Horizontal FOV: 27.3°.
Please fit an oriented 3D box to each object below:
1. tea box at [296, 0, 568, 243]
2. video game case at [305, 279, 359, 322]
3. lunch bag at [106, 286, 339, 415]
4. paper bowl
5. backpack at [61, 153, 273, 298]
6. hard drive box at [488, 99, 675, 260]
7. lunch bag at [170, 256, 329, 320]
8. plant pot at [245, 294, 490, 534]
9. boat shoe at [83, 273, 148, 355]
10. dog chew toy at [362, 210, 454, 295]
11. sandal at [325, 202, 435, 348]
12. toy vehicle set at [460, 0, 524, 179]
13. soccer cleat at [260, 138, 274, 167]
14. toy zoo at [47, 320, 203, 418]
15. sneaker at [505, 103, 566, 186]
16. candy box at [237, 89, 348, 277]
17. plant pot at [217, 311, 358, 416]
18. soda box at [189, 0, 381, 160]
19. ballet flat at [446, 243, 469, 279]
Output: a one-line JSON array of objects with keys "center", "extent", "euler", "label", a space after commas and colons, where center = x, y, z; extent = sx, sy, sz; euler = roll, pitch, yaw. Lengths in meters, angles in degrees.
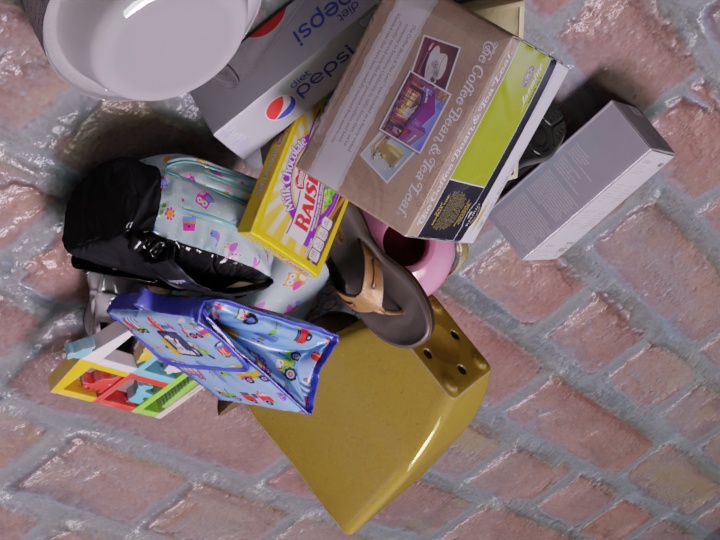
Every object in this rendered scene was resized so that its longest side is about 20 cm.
[{"center": [0.072, -0.145, 1.388], "extent": [0.201, 0.133, 0.196], "euler": [-61, 161, 9], "label": "tea box"}, {"center": [-0.060, 0.065, 1.825], "extent": [0.199, 0.024, 0.182], "euler": [-36, 148, 9], "label": "video game case"}, {"center": [-0.148, 0.062, 1.501], "extent": [0.199, 0.150, 0.095], "euler": [33, 70, -40], "label": "lunch bag"}, {"center": [-0.174, -0.224, 1.241], "extent": [0.199, 0.105, 0.201], "euler": [-21, 148, -14], "label": "paper bowl"}, {"center": [-0.169, -0.042, 1.448], "extent": [0.199, 0.128, 0.166], "euler": [15, 171, -35], "label": "backpack"}, {"center": [0.265, -0.104, 1.768], "extent": [0.200, 0.077, 0.156], "euler": [-41, 167, 17], "label": "hard drive box"}, {"center": [-0.120, 0.004, 1.636], "extent": [0.159, 0.077, 0.201], "euler": [-5, 140, -34], "label": "lunch bag"}, {"center": [0.030, 0.136, 1.678], "extent": [0.200, 0.196, 0.194], "euler": [-45, 171, 31], "label": "plant pot"}, {"center": [-0.251, 0.028, 1.567], "extent": [0.073, 0.066, 0.201], "euler": [-17, 147, -20], "label": "boat shoe"}, {"center": [0.036, -0.021, 1.670], "extent": [0.124, 0.125, 0.200], "euler": [-25, 178, -9], "label": "dog chew toy"}, {"center": [0.000, 0.000, 1.548], "extent": [0.081, 0.201, 0.055], "euler": [-29, -175, 33], "label": "sandal"}, {"center": [0.109, -0.178, 1.544], "extent": [0.123, 0.027, 0.202], "euler": [-15, 122, -24], "label": "toy vehicle set"}, {"center": [-0.018, -0.139, 1.535], "extent": [0.199, 0.078, 0.069], "euler": [-25, -171, -35], "label": "soccer cleat"}, {"center": [-0.245, 0.104, 1.605], "extent": [0.131, 0.021, 0.199], "euler": [-36, 146, 25], "label": "toy zoo"}, {"center": [0.146, -0.123, 1.693], "extent": [0.199, 0.076, 0.114], "euler": [-43, -168, -27], "label": "sneaker"}, {"center": [-0.045, -0.105, 1.455], "extent": [0.102, 0.026, 0.202], "euler": [32, 72, -38], "label": "candy box"}, {"center": [-0.091, 0.103, 1.740], "extent": [0.199, 0.028, 0.200], "euler": [-35, 176, -3], "label": "plant pot"}, {"center": [-0.063, -0.199, 1.403], "extent": [0.199, 0.069, 0.063], "euler": [-37, 150, 11], "label": "soda box"}, {"center": [0.093, -0.018, 1.765], "extent": [0.070, 0.071, 0.200], "euler": [-15, 166, -23], "label": "ballet flat"}]
